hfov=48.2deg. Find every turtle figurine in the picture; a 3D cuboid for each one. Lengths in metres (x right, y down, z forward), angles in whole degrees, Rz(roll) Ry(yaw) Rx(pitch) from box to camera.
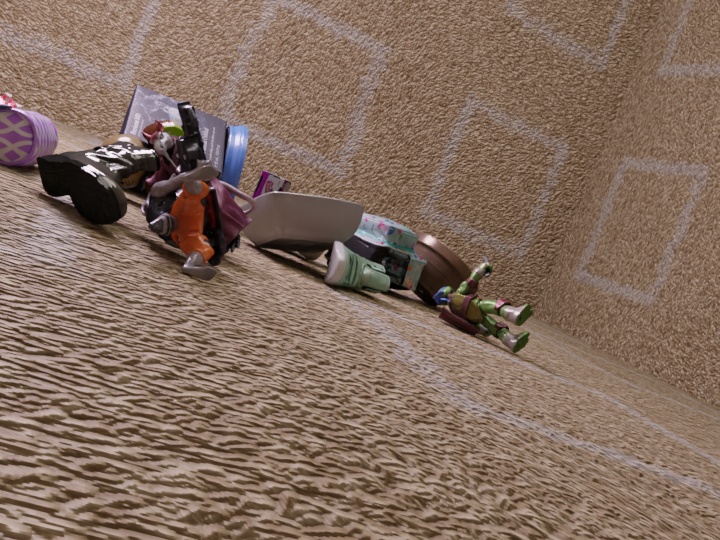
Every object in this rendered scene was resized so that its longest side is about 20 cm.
[{"bbox_3d":[0.262,0.065,1.591,0.193,0.146,0.199,31,11,39],"label":"turtle figurine"}]

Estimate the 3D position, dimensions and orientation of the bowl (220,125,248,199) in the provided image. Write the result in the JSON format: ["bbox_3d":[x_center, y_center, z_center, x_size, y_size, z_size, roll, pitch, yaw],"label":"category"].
[{"bbox_3d":[-0.280,-0.204,1.666,0.039,0.203,0.200,14,6,-19],"label":"bowl"}]

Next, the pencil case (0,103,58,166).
[{"bbox_3d":[-0.504,-0.195,1.189,0.084,0.085,0.200,-8,8,-10],"label":"pencil case"}]

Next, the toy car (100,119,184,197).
[{"bbox_3d":[-0.386,-0.166,1.358,0.197,0.160,0.164,-8,8,-14],"label":"toy car"}]

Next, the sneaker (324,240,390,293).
[{"bbox_3d":[0.000,0.000,1.412,0.117,0.075,0.200,16,1,-1],"label":"sneaker"}]

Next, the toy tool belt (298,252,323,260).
[{"bbox_3d":[-0.154,-0.106,1.678,0.199,0.126,0.122,25,-4,42],"label":"toy tool belt"}]

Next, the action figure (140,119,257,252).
[{"bbox_3d":[-0.220,-0.125,1.106,0.133,0.149,0.201,-12,-61,38],"label":"action figure"}]

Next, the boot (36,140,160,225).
[{"bbox_3d":[-0.300,-0.122,0.984,0.130,0.069,0.199,-24,33,-35],"label":"boot"}]

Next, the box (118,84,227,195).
[{"bbox_3d":[-0.378,-0.238,1.592,0.198,0.118,0.198,19,35,-21],"label":"box"}]

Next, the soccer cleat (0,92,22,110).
[{"bbox_3d":[-0.612,-0.233,1.232,0.067,0.077,0.199,41,28,20],"label":"soccer cleat"}]

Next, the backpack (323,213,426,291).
[{"bbox_3d":[0.044,-0.034,1.729,0.177,0.152,0.199,24,-1,44],"label":"backpack"}]

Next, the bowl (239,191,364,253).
[{"bbox_3d":[-0.110,-0.080,1.463,0.198,0.076,0.199,5,-8,-29],"label":"bowl"}]

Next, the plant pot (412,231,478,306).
[{"bbox_3d":[0.164,0.014,1.840,0.200,0.093,0.201,41,-15,13],"label":"plant pot"}]

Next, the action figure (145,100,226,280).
[{"bbox_3d":[-0.212,-0.088,0.930,0.103,0.203,0.193,-15,13,-21],"label":"action figure"}]

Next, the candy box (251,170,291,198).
[{"bbox_3d":[-0.222,-0.163,1.928,0.060,0.138,0.200,23,4,-3],"label":"candy box"}]
